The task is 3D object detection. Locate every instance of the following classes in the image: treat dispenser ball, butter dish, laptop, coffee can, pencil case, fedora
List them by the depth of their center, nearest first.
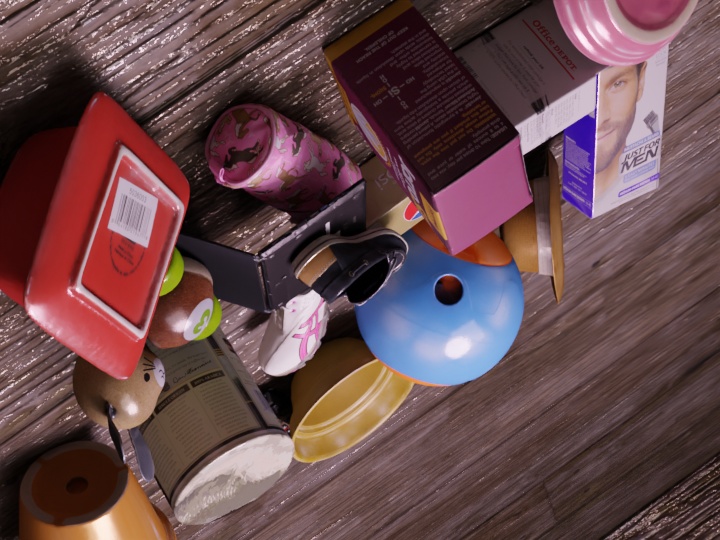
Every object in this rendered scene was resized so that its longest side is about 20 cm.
[{"bbox_3d":[-0.256,-0.033,1.243,0.200,0.146,0.202,49,54,-61],"label":"butter dish"},{"bbox_3d":[-0.072,-0.099,1.415,0.082,0.088,0.200,1,167,27],"label":"pencil case"},{"bbox_3d":[-0.100,-0.036,1.436,0.199,0.104,0.178,-36,165,-11],"label":"laptop"},{"bbox_3d":[-0.180,0.144,1.534,0.145,0.201,0.147,-27,152,-16],"label":"coffee can"},{"bbox_3d":[0.091,0.033,1.678,0.199,0.202,0.202,-28,152,-16],"label":"treat dispenser ball"},{"bbox_3d":[0.204,-0.053,1.754,0.080,0.203,0.201,-3,152,6],"label":"fedora"}]

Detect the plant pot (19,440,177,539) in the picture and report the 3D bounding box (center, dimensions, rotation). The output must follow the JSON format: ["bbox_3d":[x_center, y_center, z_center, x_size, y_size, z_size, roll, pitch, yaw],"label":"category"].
[{"bbox_3d":[-0.313,0.305,1.661,0.198,0.200,0.185,-24,136,-22],"label":"plant pot"}]

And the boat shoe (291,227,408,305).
[{"bbox_3d":[0.000,0.000,1.457,0.075,0.062,0.199,-46,165,20],"label":"boat shoe"}]

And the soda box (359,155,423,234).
[{"bbox_3d":[0.071,-0.112,1.575,0.199,0.068,0.064,-35,153,-3],"label":"soda box"}]

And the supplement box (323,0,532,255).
[{"bbox_3d":[0.066,-0.138,1.383,0.103,0.201,0.131,-33,152,-5],"label":"supplement box"}]

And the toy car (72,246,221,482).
[{"bbox_3d":[-0.213,0.093,1.380,0.155,0.203,0.165,-9,158,8],"label":"toy car"}]

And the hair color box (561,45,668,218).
[{"bbox_3d":[0.296,-0.173,1.686,0.108,0.065,0.202,-24,130,-24],"label":"hair color box"}]

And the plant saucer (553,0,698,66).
[{"bbox_3d":[0.273,-0.302,1.421,0.198,0.051,0.204,-10,106,-35],"label":"plant saucer"}]

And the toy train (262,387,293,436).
[{"bbox_3d":[-0.098,0.193,1.893,0.045,0.034,0.200,-26,155,9],"label":"toy train"}]

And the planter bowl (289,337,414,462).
[{"bbox_3d":[-0.027,0.146,1.841,0.199,0.084,0.201,-31,153,-17],"label":"planter bowl"}]

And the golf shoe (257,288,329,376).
[{"bbox_3d":[-0.072,0.032,1.635,0.091,0.073,0.201,9,118,-47],"label":"golf shoe"}]

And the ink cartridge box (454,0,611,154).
[{"bbox_3d":[0.167,-0.194,1.506,0.198,0.117,0.068,-32,154,-9],"label":"ink cartridge box"}]
